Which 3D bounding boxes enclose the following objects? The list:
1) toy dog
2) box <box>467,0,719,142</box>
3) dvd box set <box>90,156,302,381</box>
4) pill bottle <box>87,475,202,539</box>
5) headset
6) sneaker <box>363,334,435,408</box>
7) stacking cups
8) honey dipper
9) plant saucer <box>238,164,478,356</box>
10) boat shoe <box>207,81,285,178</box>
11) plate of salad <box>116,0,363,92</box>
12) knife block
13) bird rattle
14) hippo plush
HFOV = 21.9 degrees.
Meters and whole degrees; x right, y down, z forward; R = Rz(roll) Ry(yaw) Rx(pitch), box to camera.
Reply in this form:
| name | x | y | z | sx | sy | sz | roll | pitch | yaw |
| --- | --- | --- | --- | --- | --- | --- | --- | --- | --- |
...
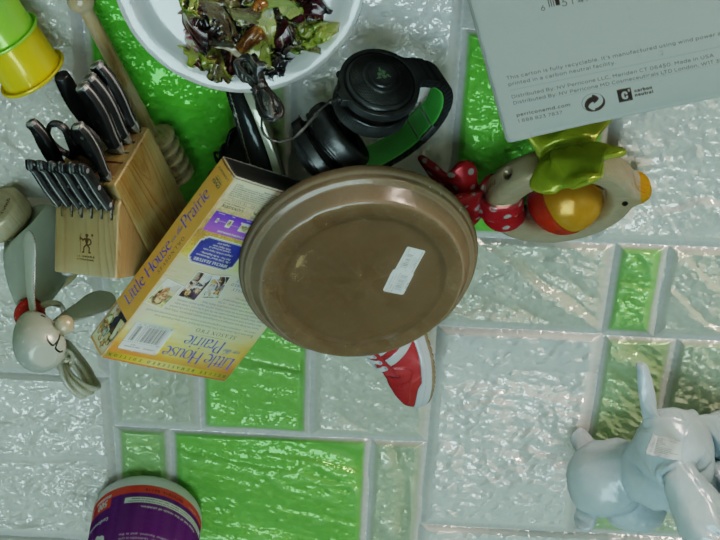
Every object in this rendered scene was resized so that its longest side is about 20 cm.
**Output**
| name | x | y | z | sx | sy | sz | roll | pitch | yaw |
| --- | --- | --- | --- | --- | --- | --- | --- | --- | --- |
| toy dog | -0.256 | -0.001 | 1.581 | 0.096 | 0.201 | 0.132 | -36 | 147 | 12 |
| box | 0.180 | -0.226 | 1.384 | 0.198 | 0.131 | 0.201 | -11 | 130 | 12 |
| dvd box set | -0.113 | 0.004 | 1.542 | 0.146 | 0.029 | 0.200 | 14 | 122 | -46 |
| pill bottle | -0.218 | 0.306 | 1.818 | 0.112 | 0.201 | 0.113 | 1 | 131 | 1 |
| headset | -0.014 | -0.131 | 1.483 | 0.199 | 0.094 | 0.124 | -4 | 144 | -51 |
| sneaker | -0.001 | 0.056 | 1.649 | 0.112 | 0.071 | 0.201 | -27 | 126 | -19 |
| stacking cups | -0.308 | -0.226 | 1.451 | 0.060 | 0.061 | 0.200 | -19 | 128 | 18 |
| honey dipper | -0.192 | -0.152 | 1.529 | 0.038 | 0.038 | 0.201 | -14 | 128 | 14 |
| plant saucer | 0.000 | 0.000 | 1.519 | 0.199 | 0.030 | 0.201 | -5 | 131 | -6 |
| boat shoe | -0.095 | -0.077 | 1.565 | 0.066 | 0.075 | 0.200 | -16 | 139 | 0 |
| plate of salad | -0.094 | -0.226 | 1.432 | 0.199 | 0.048 | 0.201 | 0 | 118 | 0 |
| knife block | -0.198 | -0.084 | 1.534 | 0.064 | 0.200 | 0.177 | 7 | 97 | 26 |
| bird rattle | 0.151 | -0.060 | 1.556 | 0.163 | 0.113 | 0.200 | 22 | 133 | -37 |
| hippo plush | 0.271 | 0.207 | 1.738 | 0.199 | 0.160 | 0.160 | 22 | 143 | -40 |
